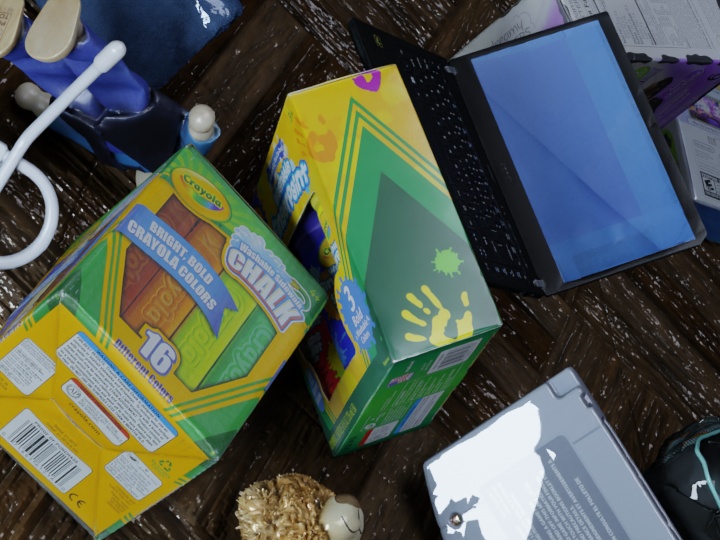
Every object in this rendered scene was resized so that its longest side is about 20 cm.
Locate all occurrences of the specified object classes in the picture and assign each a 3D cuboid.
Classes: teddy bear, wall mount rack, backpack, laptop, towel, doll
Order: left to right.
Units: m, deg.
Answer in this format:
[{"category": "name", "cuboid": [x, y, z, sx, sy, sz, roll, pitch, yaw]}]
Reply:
[{"category": "wall mount rack", "cuboid": [-0.226, -0.082, 1.087, 0.199, 0.175, 0.075, 32, 2, -25]}, {"category": "towel", "cuboid": [-0.165, -0.206, 1.264, 0.201, 0.111, 0.049, 53, 30, -3]}, {"category": "doll", "cuboid": [-0.150, -0.095, 1.199, 0.200, 0.135, 0.049, 47, 55, -55]}, {"category": "teddy bear", "cuboid": [-0.006, 0.208, 1.174, 0.144, 0.067, 0.202, 15, 54, -41]}, {"category": "laptop", "cuboid": [0.107, -0.084, 1.277, 0.199, 0.103, 0.179, 14, 50, -59]}, {"category": "backpack", "cuboid": [0.254, 0.187, 1.377, 0.199, 0.153, 0.177, -25, 82, -51]}]

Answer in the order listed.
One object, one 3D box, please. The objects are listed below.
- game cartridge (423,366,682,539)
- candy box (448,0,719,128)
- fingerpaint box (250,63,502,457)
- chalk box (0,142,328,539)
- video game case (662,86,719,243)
[{"category": "game cartridge", "cuboid": [0.131, 0.180, 1.281, 0.201, 0.133, 0.040, 59, 7, 7]}, {"category": "candy box", "cuboid": [0.156, -0.137, 1.490, 0.199, 0.167, 0.072, -5, 65, -45]}, {"category": "fingerpaint box", "cuboid": [0.000, 0.000, 1.217, 0.073, 0.200, 0.168, -17, 75, -16]}, {"category": "chalk box", "cuboid": [-0.112, 0.026, 1.148, 0.125, 0.124, 0.200, 45, 41, -11]}, {"category": "video game case", "cuboid": [0.314, -0.104, 1.720, 0.199, 0.045, 0.183, 17, 54, -37]}]
